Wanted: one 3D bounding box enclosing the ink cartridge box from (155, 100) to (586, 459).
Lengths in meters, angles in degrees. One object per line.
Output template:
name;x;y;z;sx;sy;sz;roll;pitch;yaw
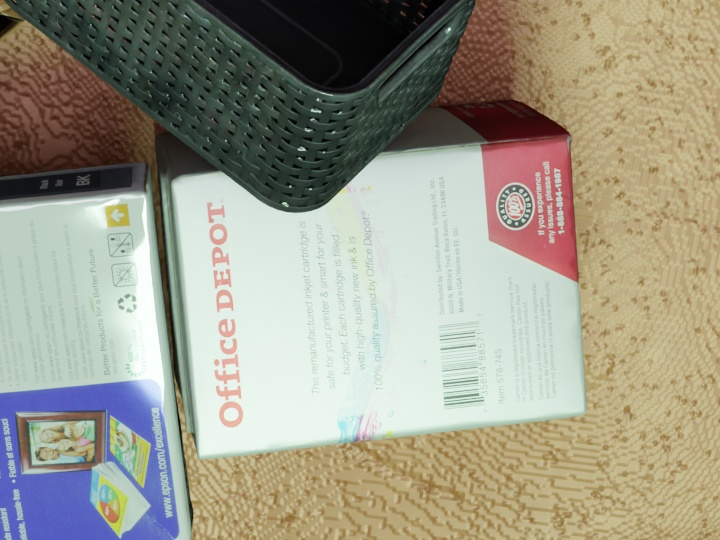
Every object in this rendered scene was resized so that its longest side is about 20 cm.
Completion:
ink cartridge box;0.000;0.000;1.312;0.199;0.145;0.146;-5;102;-8

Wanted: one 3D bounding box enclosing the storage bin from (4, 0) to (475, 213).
storage bin;-0.057;-0.141;1.215;0.200;0.094;0.135;38;54;10

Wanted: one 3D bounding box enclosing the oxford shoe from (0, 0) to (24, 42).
oxford shoe;-0.178;-0.163;1.278;0.071;0.071;0.200;36;104;23

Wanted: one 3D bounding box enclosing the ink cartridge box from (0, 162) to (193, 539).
ink cartridge box;-0.192;0.053;1.284;0.199;0.043;0.199;-6;113;-2
